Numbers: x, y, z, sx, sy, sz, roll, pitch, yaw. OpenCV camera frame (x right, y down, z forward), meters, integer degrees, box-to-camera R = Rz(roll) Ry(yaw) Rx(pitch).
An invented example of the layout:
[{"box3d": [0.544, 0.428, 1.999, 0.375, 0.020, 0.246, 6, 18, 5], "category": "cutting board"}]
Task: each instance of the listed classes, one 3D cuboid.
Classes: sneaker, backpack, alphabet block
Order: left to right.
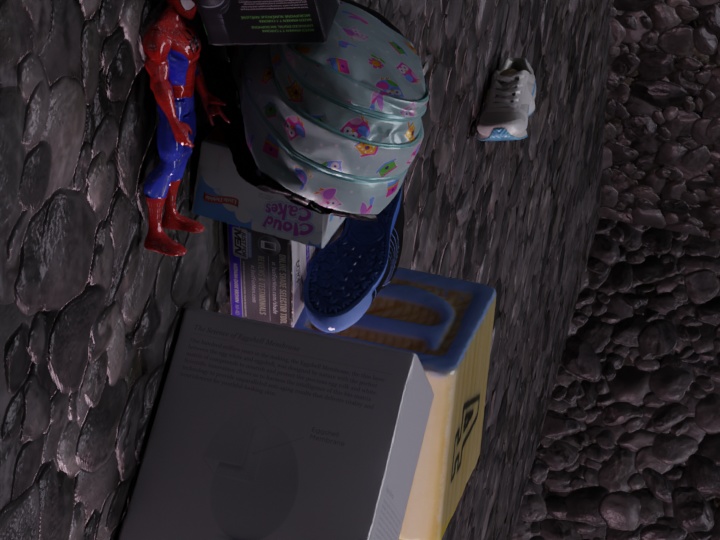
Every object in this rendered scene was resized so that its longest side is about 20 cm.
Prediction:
[{"box3d": [-0.025, -0.127, 1.334, 0.201, 0.165, 0.127, -99, -157, -58], "category": "backpack"}, {"box3d": [0.000, 0.000, 1.611, 0.201, 0.069, 0.078, -65, 158, -47], "category": "sneaker"}, {"box3d": [0.019, 0.125, 1.795, 0.197, 0.194, 0.202, -52, 151, -59], "category": "alphabet block"}, {"box3d": [0.207, -0.241, 2.568, 0.200, 0.076, 0.081, -67, 155, -62], "category": "sneaker"}]

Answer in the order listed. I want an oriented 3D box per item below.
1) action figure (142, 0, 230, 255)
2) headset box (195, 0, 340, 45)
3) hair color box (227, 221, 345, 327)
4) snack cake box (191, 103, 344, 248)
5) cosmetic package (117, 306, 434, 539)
[{"box3d": [-0.130, -0.113, 1.295, 0.065, 0.051, 0.202, -52, 148, -57], "category": "action figure"}, {"box3d": [-0.063, -0.278, 1.252, 0.201, 0.092, 0.175, 73, 25, -44], "category": "headset box"}, {"box3d": [-0.057, -0.056, 1.608, 0.201, 0.064, 0.110, -66, 162, -48], "category": "hair color box"}, {"box3d": [-0.048, -0.099, 1.483, 0.200, 0.114, 0.068, -55, 159, -60], "category": "snack cake box"}, {"box3d": [-0.063, 0.156, 1.452, 0.123, 0.198, 0.202, 62, 42, -69], "category": "cosmetic package"}]
